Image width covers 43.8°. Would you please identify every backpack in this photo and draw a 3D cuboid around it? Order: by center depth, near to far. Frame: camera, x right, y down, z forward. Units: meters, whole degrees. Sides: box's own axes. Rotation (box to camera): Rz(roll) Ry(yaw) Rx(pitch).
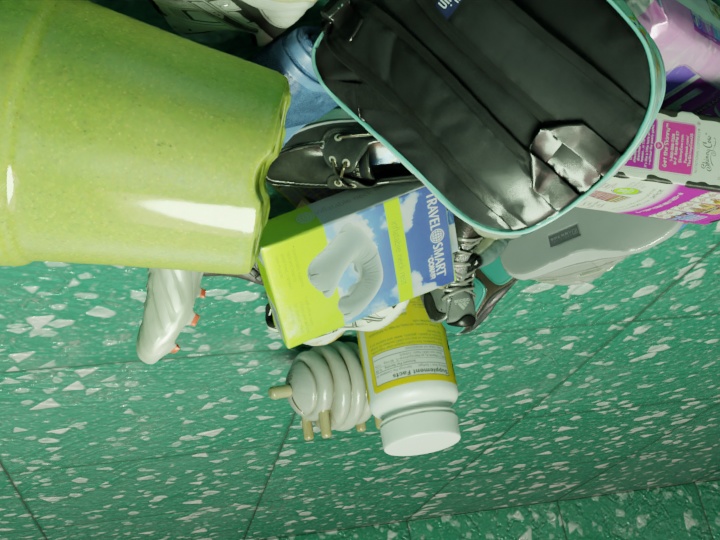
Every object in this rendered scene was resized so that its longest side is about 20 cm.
[{"bbox_3d":[0.094,-0.128,0.583,0.176,0.200,0.153,-47,166,19],"label":"backpack"}]

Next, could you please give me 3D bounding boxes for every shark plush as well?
[{"bbox_3d":[0.166,-0.054,0.872,0.083,0.091,0.200,-11,176,33],"label":"shark plush"}]

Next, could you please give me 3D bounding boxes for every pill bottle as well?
[{"bbox_3d":[0.059,0.121,1.117,0.114,0.201,0.114,-8,155,-4],"label":"pill bottle"}]

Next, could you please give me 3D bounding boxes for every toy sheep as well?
[{"bbox_3d":[-0.036,0.165,1.253,0.199,0.138,0.138,-1,155,-38],"label":"toy sheep"}]

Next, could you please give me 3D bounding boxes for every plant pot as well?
[{"bbox_3d":[-0.145,-0.079,0.571,0.183,0.201,0.201,11,152,-5],"label":"plant pot"}]

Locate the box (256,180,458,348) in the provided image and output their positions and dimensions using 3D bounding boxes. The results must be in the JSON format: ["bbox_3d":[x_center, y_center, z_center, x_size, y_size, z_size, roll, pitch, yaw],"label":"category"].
[{"bbox_3d":[0.006,-0.019,0.824,0.199,0.048,0.122,-22,129,-13],"label":"box"}]

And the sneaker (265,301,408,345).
[{"bbox_3d":[-0.029,0.036,1.036,0.200,0.076,0.088,-30,148,35],"label":"sneaker"}]

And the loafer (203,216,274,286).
[{"bbox_3d":[-0.121,-0.030,0.901,0.199,0.071,0.073,7,106,-21],"label":"loafer"}]

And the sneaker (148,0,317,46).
[{"bbox_3d":[-0.118,-0.186,0.556,0.199,0.076,0.088,10,148,-35],"label":"sneaker"}]

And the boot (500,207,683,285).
[{"bbox_3d":[0.249,-0.034,0.921,0.200,0.074,0.095,-17,161,38],"label":"boot"}]

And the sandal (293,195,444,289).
[{"bbox_3d":[-0.003,-0.003,0.907,0.211,0.078,0.070,28,100,-45],"label":"sandal"}]

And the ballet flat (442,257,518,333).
[{"bbox_3d":[0.159,0.000,1.067,0.073,0.073,0.200,3,140,-26],"label":"ballet flat"}]

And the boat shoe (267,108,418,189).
[{"bbox_3d":[0.001,-0.101,0.775,0.199,0.057,0.069,-9,136,7],"label":"boat shoe"}]

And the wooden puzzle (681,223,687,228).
[{"bbox_3d":[0.310,-0.078,0.969,0.184,0.046,0.200,-7,154,-14],"label":"wooden puzzle"}]

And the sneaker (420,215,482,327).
[{"bbox_3d":[0.118,-0.001,0.984,0.075,0.116,0.200,-1,154,-19],"label":"sneaker"}]

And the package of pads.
[{"bbox_3d":[0.245,-0.166,0.736,0.200,0.076,0.120,13,151,-39],"label":"package of pads"}]

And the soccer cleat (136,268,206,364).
[{"bbox_3d":[-0.170,-0.013,0.814,0.077,0.201,0.069,23,-175,-25],"label":"soccer cleat"}]

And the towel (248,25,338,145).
[{"bbox_3d":[-0.087,-0.113,0.693,0.200,0.049,0.112,-31,175,27],"label":"towel"}]

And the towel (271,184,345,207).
[{"bbox_3d":[0.027,-0.091,0.871,0.199,0.023,0.144,-17,153,13],"label":"towel"}]

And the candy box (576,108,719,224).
[{"bbox_3d":[0.219,-0.087,0.729,0.199,0.061,0.136,7,174,-4],"label":"candy box"}]
